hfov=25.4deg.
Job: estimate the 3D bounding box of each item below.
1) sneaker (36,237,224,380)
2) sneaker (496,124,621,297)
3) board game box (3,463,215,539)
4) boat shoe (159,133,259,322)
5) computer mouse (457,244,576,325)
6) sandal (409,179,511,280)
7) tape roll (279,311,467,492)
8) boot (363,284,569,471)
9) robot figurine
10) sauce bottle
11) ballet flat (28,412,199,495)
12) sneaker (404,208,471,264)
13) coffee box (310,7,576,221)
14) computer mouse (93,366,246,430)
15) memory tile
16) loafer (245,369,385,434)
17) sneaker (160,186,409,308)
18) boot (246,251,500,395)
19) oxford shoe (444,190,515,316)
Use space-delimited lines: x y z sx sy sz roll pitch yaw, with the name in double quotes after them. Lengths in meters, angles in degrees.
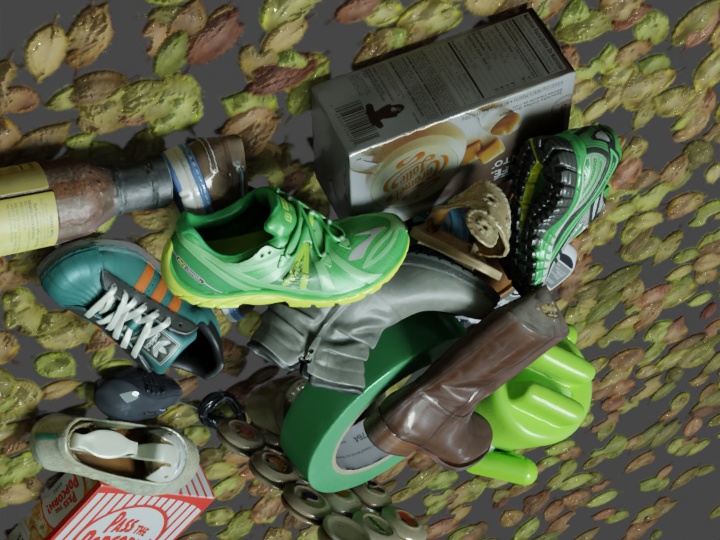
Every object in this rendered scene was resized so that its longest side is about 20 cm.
-0.178 0.035 1.310 0.071 0.080 0.200 -41 145 17 "sneaker"
0.166 -0.046 1.337 0.085 0.078 0.200 -17 155 -23 "sneaker"
-0.262 0.260 1.574 0.151 0.046 0.200 15 126 -47 "board game box"
-0.101 -0.031 1.289 0.072 0.072 0.200 -23 146 -7 "boat shoe"
0.121 0.022 1.563 0.200 0.044 0.110 -35 142 17 "computer mouse"
0.086 -0.041 1.283 0.070 0.077 0.212 -63 -179 1 "sandal"
0.020 0.118 1.461 0.200 0.048 0.201 -33 153 -19 "tape roll"
0.122 0.093 1.406 0.200 0.064 0.186 -44 153 24 "boot"
0.153 0.121 1.605 0.115 0.176 0.200 23 161 -19 "robot figurine"
-0.236 -0.047 1.173 0.199 0.066 0.066 -11 142 -24 "sauce bottle"
-0.211 0.170 1.466 0.062 0.068 0.199 -9 165 42 "ballet flat"
0.000 0.000 1.426 0.200 0.079 0.095 -47 131 12 "sneaker"
0.066 -0.118 1.296 0.199 0.080 0.115 -21 148 -14 "coffee box"
-0.171 0.130 1.485 0.059 0.034 0.200 -44 145 19 "computer mouse"
-0.036 0.199 1.516 0.153 0.200 0.017 2 123 -54 "memory tile"
-0.040 0.124 1.549 0.200 0.067 0.077 13 84 -60 "loafer"
-0.052 -0.019 1.223 0.199 0.074 0.084 -7 135 -19 "sneaker"
0.010 0.045 1.336 0.199 0.131 0.068 17 168 -12 "boot"
0.135 -0.040 1.449 0.200 0.071 0.071 -44 146 -20 "oxford shoe"
